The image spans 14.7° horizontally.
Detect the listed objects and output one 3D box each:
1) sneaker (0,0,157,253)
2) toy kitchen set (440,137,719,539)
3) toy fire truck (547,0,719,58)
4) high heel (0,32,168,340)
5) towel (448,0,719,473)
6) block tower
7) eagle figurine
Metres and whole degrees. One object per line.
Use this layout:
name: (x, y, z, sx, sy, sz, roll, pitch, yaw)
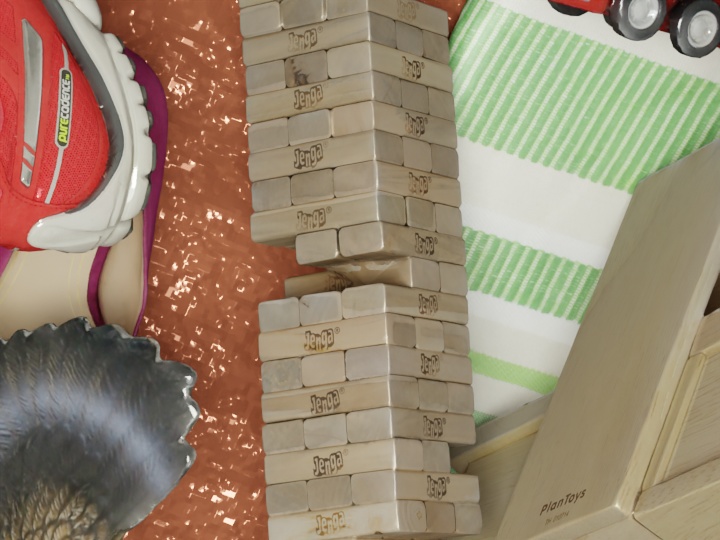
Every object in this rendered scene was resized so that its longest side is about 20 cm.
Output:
sneaker: (-0.136, -0.089, 0.867, 0.085, 0.200, 0.077, -8, 144, -43)
toy kitchen set: (0.151, 0.072, 0.960, 0.180, 0.200, 0.164, 35, 56, -17)
toy fire truck: (0.105, -0.147, 0.931, 0.199, 0.049, 0.142, 12, 99, -32)
high heel: (-0.103, 0.020, 0.945, 0.067, 0.096, 0.201, 1, 105, -12)
towel: (0.081, -0.010, 1.013, 0.152, 0.023, 0.201, 17, 103, -14)
block tower: (0.000, 0.000, 0.935, 0.054, 0.058, 0.201, -10, 79, 32)
eagle figurine: (-0.118, 0.127, 0.946, 0.200, 0.152, 0.151, -41, 76, -11)
